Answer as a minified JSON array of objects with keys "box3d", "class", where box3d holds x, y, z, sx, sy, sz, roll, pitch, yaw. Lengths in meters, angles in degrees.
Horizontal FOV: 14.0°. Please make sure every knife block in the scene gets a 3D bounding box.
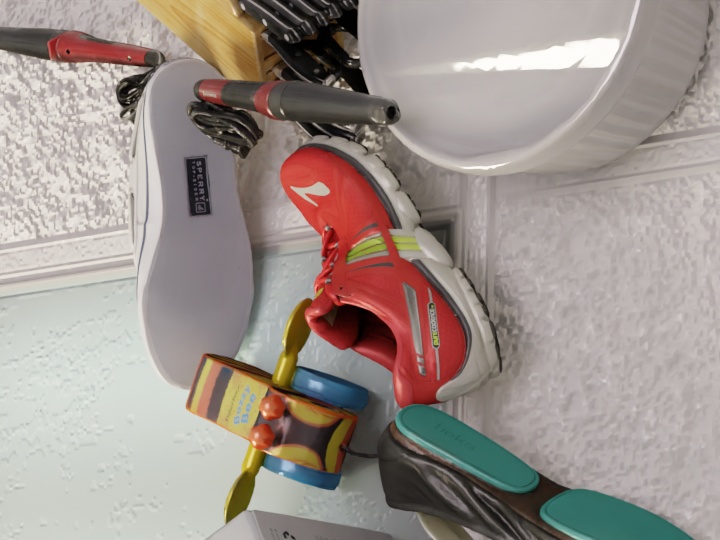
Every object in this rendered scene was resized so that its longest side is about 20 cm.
[{"box3d":[-0.053,-0.139,1.764,0.176,0.064,0.200,61,159,-5],"class":"knife block"}]

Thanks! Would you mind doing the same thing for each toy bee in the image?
[{"box3d":[-0.038,0.079,1.679,0.200,0.109,0.131,-7,74,38],"class":"toy bee"}]

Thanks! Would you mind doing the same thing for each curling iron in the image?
[{"box3d":[-0.037,-0.091,1.668,0.200,0.050,0.026,0,50,56],"class":"curling iron"},{"box3d":[-0.190,-0.136,1.908,0.200,0.026,0.050,21,90,41],"class":"curling iron"}]

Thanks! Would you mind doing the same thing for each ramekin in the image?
[{"box3d":[0.102,-0.144,1.624,0.202,0.094,0.203,-11,72,37],"class":"ramekin"}]

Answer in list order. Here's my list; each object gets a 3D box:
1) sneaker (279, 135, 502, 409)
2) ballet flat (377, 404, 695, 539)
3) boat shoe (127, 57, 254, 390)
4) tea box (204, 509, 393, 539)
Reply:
[{"box3d":[0.000,0.000,1.665,0.085,0.077,0.200,-27,52,-16],"class":"sneaker"},{"box3d":[0.094,0.139,1.581,0.200,0.068,0.069,27,118,29],"class":"ballet flat"},{"box3d":[-0.106,-0.028,1.795,0.065,0.073,0.201,177,96,-73],"class":"boat shoe"},{"box3d":[-0.053,0.271,1.628,0.197,0.133,0.200,-40,57,26],"class":"tea box"}]
